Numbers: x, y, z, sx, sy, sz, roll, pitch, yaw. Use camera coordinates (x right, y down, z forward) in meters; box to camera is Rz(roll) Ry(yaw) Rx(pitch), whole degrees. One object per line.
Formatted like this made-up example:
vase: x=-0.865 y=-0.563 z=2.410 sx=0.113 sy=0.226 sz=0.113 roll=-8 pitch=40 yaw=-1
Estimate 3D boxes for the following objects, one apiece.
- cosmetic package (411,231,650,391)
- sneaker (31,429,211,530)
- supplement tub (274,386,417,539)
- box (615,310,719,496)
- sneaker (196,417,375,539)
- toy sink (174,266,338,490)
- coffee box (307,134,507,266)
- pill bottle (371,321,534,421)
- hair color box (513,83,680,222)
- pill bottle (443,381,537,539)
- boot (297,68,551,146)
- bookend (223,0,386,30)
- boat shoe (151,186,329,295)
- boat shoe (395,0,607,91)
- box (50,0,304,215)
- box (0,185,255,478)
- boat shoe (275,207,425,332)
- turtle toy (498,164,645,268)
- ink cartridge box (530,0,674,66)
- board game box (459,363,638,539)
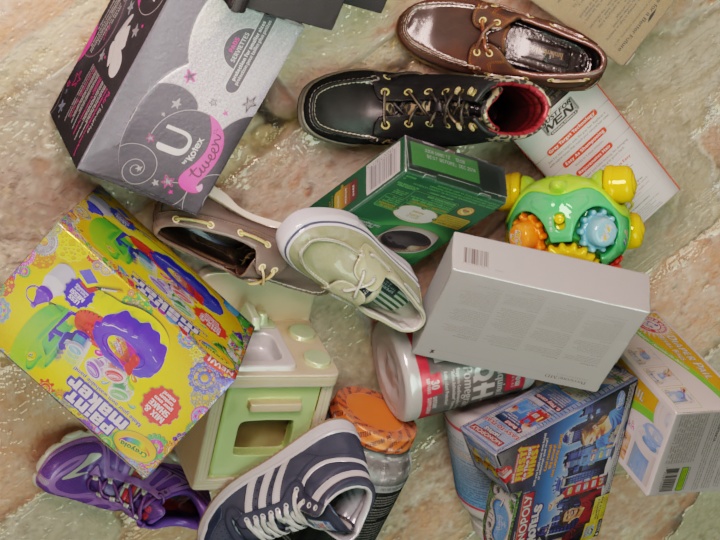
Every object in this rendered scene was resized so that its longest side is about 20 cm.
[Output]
cosmetic package: x=0.164 y=0.043 z=1.584 sx=0.198 sy=0.052 sz=0.151 roll=12 pitch=141 yaw=-8
sneaker: x=-0.236 y=0.220 z=1.651 sx=0.199 sy=0.084 sz=0.081 roll=15 pitch=114 yaw=-30
supplement tub: x=-0.022 y=0.232 z=1.730 sx=0.122 sy=0.123 sz=0.201 roll=13 pitch=116 yaw=-30
box: x=0.319 y=0.141 z=1.775 sx=0.101 sy=0.200 sz=0.113 roll=-1 pitch=120 yaw=-25
sneaker: x=-0.072 y=0.241 z=1.589 sx=0.200 sy=0.109 sz=0.070 roll=-39 pitch=131 yaw=8
toy sink: x=-0.105 y=0.110 z=1.619 sx=0.129 sy=0.112 sz=0.201 roll=1 pitch=121 yaw=-25
coffee box: x=0.032 y=-0.056 z=1.552 sx=0.122 sy=0.044 sz=0.200 roll=15 pitch=149 yaw=-30
pill bottle: x=0.121 y=0.084 z=1.704 sx=0.198 sy=0.111 sz=0.111 roll=-13 pitch=126 yaw=-16
hair color box: x=0.233 y=-0.120 z=1.653 sx=0.101 sy=0.061 sz=0.200 roll=-41 pitch=129 yaw=6
pill bottle: x=0.154 y=0.207 z=1.802 sx=0.108 sy=0.109 sz=0.201 roll=-19 pitch=127 yaw=-12
boot: x=0.059 y=-0.152 z=1.489 sx=0.202 sy=0.153 sz=0.074 roll=0 pitch=93 yaw=-29
bookend: x=-0.034 y=-0.272 z=1.345 sx=0.197 sy=0.200 sz=0.093 roll=11 pitch=117 yaw=-29
boat shoe: x=-0.108 y=-0.020 z=1.535 sx=0.199 sy=0.060 sz=0.072 roll=29 pitch=142 yaw=-24
boat shoe: x=0.132 y=-0.213 z=1.500 sx=0.198 sy=0.070 sz=0.071 roll=10 pitch=92 yaw=-2
box: x=-0.160 y=-0.172 z=1.407 sx=0.131 sy=0.115 sz=0.201 roll=21 pitch=111 yaw=-33
box: x=-0.213 y=0.049 z=1.433 sx=0.200 sy=0.193 sz=0.122 roll=42 pitch=100 yaw=-8
boat shoe: x=0.000 y=0.000 z=1.520 sx=0.072 sy=0.062 sz=0.199 roll=-45 pitch=139 yaw=16
turtle toy: x=0.212 y=-0.020 z=1.621 sx=0.144 sy=0.102 sz=0.201 roll=-4 pitch=142 yaw=15
ink cartridge box: x=0.243 y=-0.320 z=1.518 sx=0.164 sy=0.075 sz=0.200 roll=28 pitch=107 yaw=-37
board game box: x=0.185 y=0.205 z=1.705 sx=0.199 sy=0.062 sz=0.202 roll=-9 pitch=119 yaw=-38
